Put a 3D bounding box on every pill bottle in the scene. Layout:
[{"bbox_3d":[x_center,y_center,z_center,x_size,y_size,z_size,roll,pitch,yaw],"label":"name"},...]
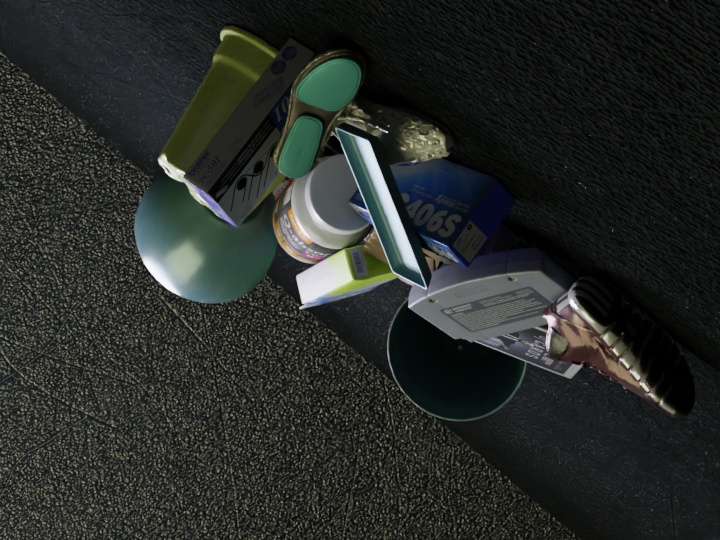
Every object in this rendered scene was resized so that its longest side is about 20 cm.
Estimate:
[{"bbox_3d":[-0.040,-0.079,1.736,0.116,0.117,0.200,38,165,-6],"label":"pill bottle"}]

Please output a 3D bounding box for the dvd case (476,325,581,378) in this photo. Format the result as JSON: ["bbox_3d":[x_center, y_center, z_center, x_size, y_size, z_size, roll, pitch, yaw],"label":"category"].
[{"bbox_3d":[0.202,0.078,1.787,0.198,0.025,0.151,22,161,2],"label":"dvd case"}]

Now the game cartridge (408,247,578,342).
[{"bbox_3d":[0.161,0.029,1.622,0.198,0.042,0.133,-16,139,39],"label":"game cartridge"}]

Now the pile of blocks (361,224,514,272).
[{"bbox_3d":[0.104,-0.033,1.659,0.197,0.063,0.083,14,144,14],"label":"pile of blocks"}]

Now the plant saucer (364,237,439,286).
[{"bbox_3d":[0.058,-0.043,1.815,0.200,0.037,0.201,38,155,21],"label":"plant saucer"}]

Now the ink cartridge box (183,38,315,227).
[{"bbox_3d":[-0.111,-0.155,1.565,0.044,0.201,0.094,32,170,27],"label":"ink cartridge box"}]

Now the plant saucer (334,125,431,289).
[{"bbox_3d":[0.029,-0.070,1.507,0.070,0.019,0.201,28,148,51],"label":"plant saucer"}]

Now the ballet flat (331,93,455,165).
[{"bbox_3d":[0.022,-0.149,1.516,0.199,0.072,0.072,28,168,45],"label":"ballet flat"}]

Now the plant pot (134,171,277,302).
[{"bbox_3d":[-0.191,-0.075,1.850,0.199,0.201,0.135,38,149,-4],"label":"plant pot"}]

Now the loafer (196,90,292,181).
[{"bbox_3d":[-0.160,-0.195,1.919,0.201,0.062,0.072,58,-171,-39],"label":"loafer"}]

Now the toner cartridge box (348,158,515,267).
[{"bbox_3d":[0.077,-0.078,1.558,0.043,0.095,0.199,45,169,-37],"label":"toner cartridge box"}]

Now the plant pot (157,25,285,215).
[{"bbox_3d":[-0.147,-0.167,1.712,0.199,0.185,0.200,36,171,7],"label":"plant pot"}]

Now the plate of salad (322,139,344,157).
[{"bbox_3d":[-0.054,-0.145,1.907,0.199,0.048,0.200,37,171,7],"label":"plate of salad"}]

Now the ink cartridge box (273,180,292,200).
[{"bbox_3d":[-0.150,-0.155,2.011,0.200,0.117,0.067,43,172,-24],"label":"ink cartridge box"}]

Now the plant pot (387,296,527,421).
[{"bbox_3d":[0.148,0.099,1.966,0.199,0.201,0.135,37,-164,5],"label":"plant pot"}]

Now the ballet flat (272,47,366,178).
[{"bbox_3d":[-0.047,-0.188,1.495,0.067,0.076,0.201,16,138,-13],"label":"ballet flat"}]

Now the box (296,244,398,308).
[{"bbox_3d":[0.000,0.000,1.782,0.200,0.121,0.048,-26,80,64],"label":"box"}]

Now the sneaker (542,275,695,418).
[{"bbox_3d":[0.286,0.098,1.573,0.200,0.076,0.115,48,140,-7],"label":"sneaker"}]
